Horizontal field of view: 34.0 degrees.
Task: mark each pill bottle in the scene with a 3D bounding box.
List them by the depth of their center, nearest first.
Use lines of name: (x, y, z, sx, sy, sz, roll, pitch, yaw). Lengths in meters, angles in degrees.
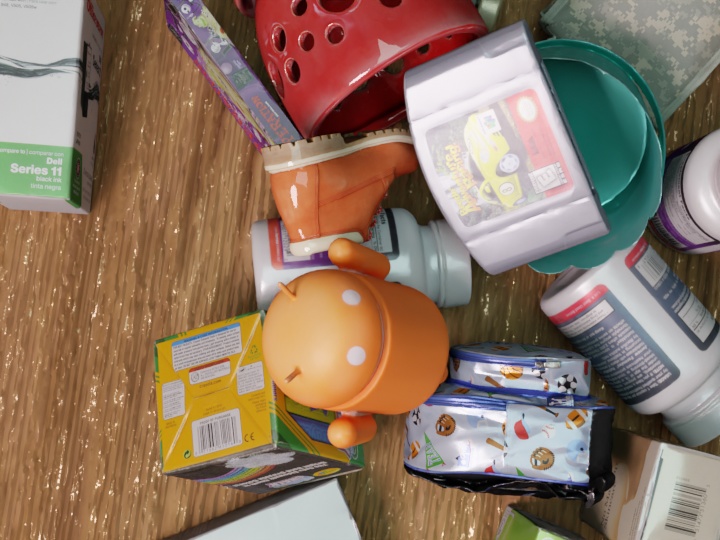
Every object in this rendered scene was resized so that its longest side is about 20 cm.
pill bottle: (0.346, -0.077, 1.109, 0.111, 0.200, 0.112, 0, 87, -4)
pill bottle: (0.000, 0.000, 1.118, 0.198, 0.111, 0.112, -5, 87, -4)
pill bottle: (0.280, 0.068, 1.137, 0.119, 0.120, 0.200, -42, 91, -5)

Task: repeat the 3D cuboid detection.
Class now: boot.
boot: (-0.007, -0.071, 1.054, 0.075, 0.199, 0.108, -8, 97, 40)

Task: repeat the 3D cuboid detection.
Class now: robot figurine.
robot figurine: (-0.002, 0.063, 0.984, 0.117, 0.200, 0.144, 40, 105, 34)

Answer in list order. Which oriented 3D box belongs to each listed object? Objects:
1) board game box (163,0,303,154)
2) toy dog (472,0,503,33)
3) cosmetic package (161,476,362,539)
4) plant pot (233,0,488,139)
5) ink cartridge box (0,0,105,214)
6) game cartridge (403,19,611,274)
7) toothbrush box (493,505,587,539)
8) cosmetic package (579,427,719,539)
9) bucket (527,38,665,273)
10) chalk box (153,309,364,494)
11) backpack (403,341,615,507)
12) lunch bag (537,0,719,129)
board game box: (-0.119, -0.177, 1.123, 0.032, 0.120, 0.200, -36, 89, -4)
toy dog: (0.117, -0.338, 1.159, 0.131, 0.096, 0.202, 0, 87, -4)
cosmetic package: (-0.095, 0.276, 1.118, 0.199, 0.090, 0.107, -20, 88, -8)
plant pot: (-0.007, -0.239, 1.099, 0.200, 0.200, 0.183, -29, 78, -5)
ink cartridge box: (-0.293, -0.160, 1.097, 0.082, 0.147, 0.202, 4, 88, -5)
game cartridge: (0.121, -0.100, 1.028, 0.132, 0.041, 0.201, -20, 104, 24)
toothbrush box: (0.151, 0.336, 1.100, 0.086, 0.146, 0.201, 22, 86, -3)
cosmetic package: (0.268, 0.206, 1.088, 0.071, 0.200, 0.106, 15, 85, -2)
bucket: (0.183, -0.113, 1.100, 0.206, 0.135, 0.209, 4, 112, 11)
chalk box: (-0.078, 0.128, 1.078, 0.124, 0.200, 0.125, -17, 68, 24)
backpack: (0.133, 0.142, 1.095, 0.189, 0.200, 0.155, -4, 82, 2)
lunch bag: (0.292, -0.261, 1.154, 0.164, 0.118, 0.200, 42, 97, -1)
